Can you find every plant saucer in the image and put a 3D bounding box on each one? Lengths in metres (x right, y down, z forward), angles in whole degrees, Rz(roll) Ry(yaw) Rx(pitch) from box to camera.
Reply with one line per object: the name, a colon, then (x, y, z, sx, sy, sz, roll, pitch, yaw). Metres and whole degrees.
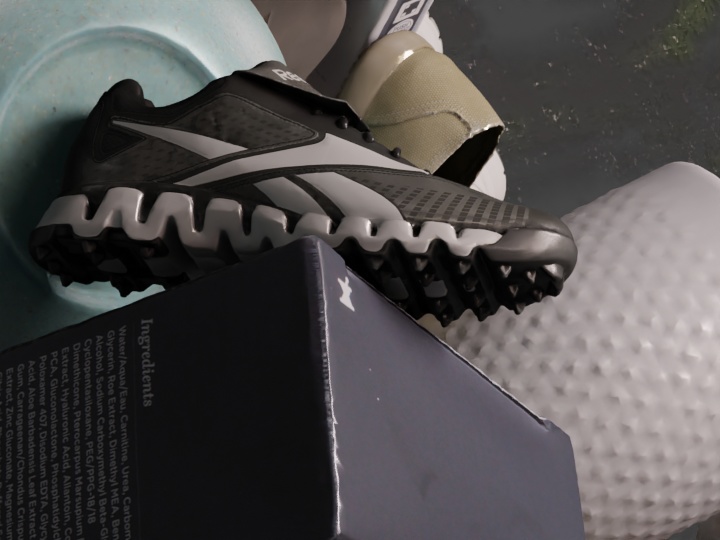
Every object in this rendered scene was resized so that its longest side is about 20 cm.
plant saucer: (-0.101, -0.039, 0.974, 0.200, 0.039, 0.202, -2, 95, -29)

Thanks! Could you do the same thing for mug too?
mug: (0.105, 0.077, 1.130, 0.148, 0.175, 0.201, 39, -27, 59)

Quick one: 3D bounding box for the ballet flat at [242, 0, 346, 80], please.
ballet flat: (-0.082, -0.053, 1.042, 0.067, 0.200, 0.046, 43, -9, -23)

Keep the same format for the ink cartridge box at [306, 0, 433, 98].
ink cartridge box: (-0.044, -0.175, 1.095, 0.043, 0.200, 0.198, -31, 74, -33)

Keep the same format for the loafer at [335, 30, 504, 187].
loafer: (0.000, 0.000, 1.072, 0.076, 0.068, 0.201, 0, 114, -62)

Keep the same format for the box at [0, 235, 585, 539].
box: (-0.045, 0.103, 0.929, 0.197, 0.199, 0.118, 37, 39, -49)

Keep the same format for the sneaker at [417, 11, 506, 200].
sneaker: (0.017, -0.077, 1.363, 0.200, 0.074, 0.087, 53, 35, -31)

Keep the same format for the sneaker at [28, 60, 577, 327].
sneaker: (-0.018, -0.034, 0.915, 0.067, 0.199, 0.091, 62, 35, -65)
